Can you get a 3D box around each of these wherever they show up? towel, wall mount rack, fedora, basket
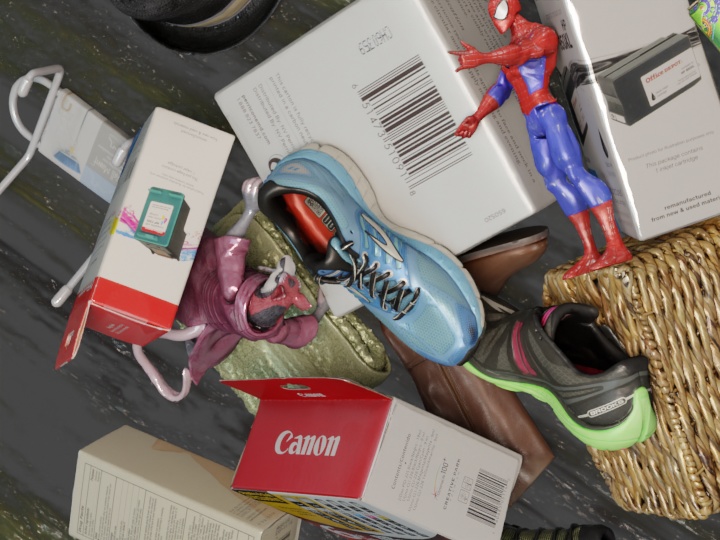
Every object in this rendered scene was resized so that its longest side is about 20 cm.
[{"bbox_3d":[-0.077,0.050,1.392,0.200,0.036,0.148,49,122,8],"label":"towel"},{"bbox_3d":[-0.265,-0.077,1.434,0.200,0.075,0.174,36,119,16],"label":"wall mount rack"},{"bbox_3d":[-0.147,-0.267,1.301,0.200,0.092,0.202,9,109,26],"label":"fedora"},{"bbox_3d":[0.241,0.067,1.206,0.143,0.149,0.201,-9,102,64],"label":"basket"}]

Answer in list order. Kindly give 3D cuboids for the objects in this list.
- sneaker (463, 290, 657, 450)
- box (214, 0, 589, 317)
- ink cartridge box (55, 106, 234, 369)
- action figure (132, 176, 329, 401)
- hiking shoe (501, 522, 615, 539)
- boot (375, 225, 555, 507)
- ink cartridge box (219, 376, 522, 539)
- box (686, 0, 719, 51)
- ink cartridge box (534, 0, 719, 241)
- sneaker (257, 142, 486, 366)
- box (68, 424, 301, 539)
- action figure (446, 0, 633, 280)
[{"bbox_3d":[0.138,0.052,1.156,0.200,0.077,0.084,29,126,43],"label":"sneaker"},{"bbox_3d":[0.034,-0.103,1.228,0.200,0.131,0.200,-29,90,33],"label":"box"},{"bbox_3d":[-0.168,-0.013,1.246,0.067,0.116,0.201,20,77,-13],"label":"ink cartridge box"},{"bbox_3d":[-0.106,0.021,1.276,0.134,0.149,0.200,52,162,-18],"label":"action figure"},{"bbox_3d":[0.156,0.229,1.301,0.200,0.076,0.101,33,113,6],"label":"hiking shoe"},{"bbox_3d":[0.114,0.080,1.278,0.186,0.064,0.201,-26,89,42],"label":"boot"},{"bbox_3d":[-0.009,0.150,1.259,0.200,0.175,0.084,-8,59,57],"label":"ink cartridge box"},{"bbox_3d":[0.352,-0.159,1.025,0.200,0.122,0.193,-41,83,22],"label":"box"},{"bbox_3d":[0.188,-0.132,1.117,0.084,0.145,0.201,-18,95,2],"label":"ink cartridge box"},{"bbox_3d":[0.000,0.000,1.149,0.200,0.090,0.078,42,121,10],"label":"sneaker"},{"bbox_3d":[-0.159,0.223,1.463,0.199,0.078,0.095,21,114,22],"label":"box"},{"bbox_3d":[0.106,-0.089,1.094,0.065,0.099,0.201,-24,82,67],"label":"action figure"}]
